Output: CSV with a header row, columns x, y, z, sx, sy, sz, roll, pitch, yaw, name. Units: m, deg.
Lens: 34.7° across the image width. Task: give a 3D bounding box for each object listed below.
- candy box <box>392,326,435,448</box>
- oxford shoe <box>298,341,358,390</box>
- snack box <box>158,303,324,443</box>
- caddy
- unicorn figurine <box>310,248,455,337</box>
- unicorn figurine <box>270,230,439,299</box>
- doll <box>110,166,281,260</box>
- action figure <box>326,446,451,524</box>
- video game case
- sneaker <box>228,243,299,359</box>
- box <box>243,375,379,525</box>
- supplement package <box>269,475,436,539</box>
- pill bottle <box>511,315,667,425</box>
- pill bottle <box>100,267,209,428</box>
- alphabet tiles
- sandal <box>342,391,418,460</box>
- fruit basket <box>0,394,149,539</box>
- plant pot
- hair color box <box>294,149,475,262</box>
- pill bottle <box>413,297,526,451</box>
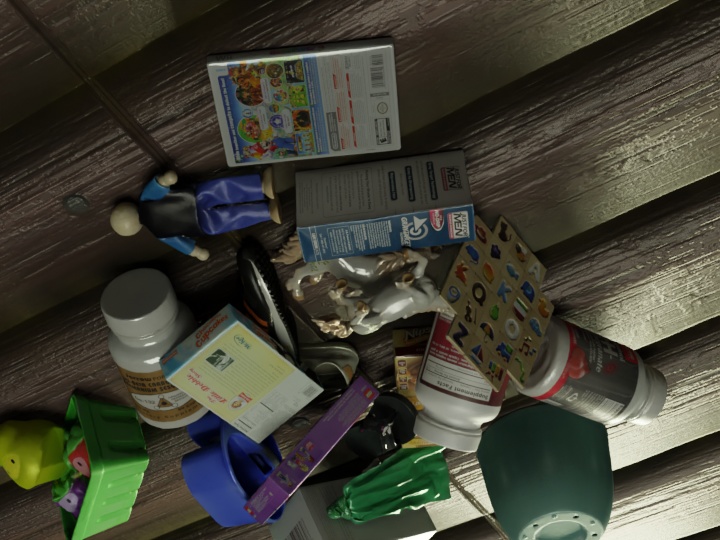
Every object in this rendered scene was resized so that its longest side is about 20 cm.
x,y,z,sx,sy,sz,roll,pitch,yaw,name
0.107,0.162,1.592,0.115,0.055,0.201,-4,134,2,candy box
-0.101,0.139,1.553,0.199,0.058,0.075,-6,136,3,oxford shoe
-0.146,0.133,1.447,0.116,0.037,0.200,-39,136,6,snack box
-0.166,0.273,1.621,0.105,0.142,0.200,-16,134,16,caddy
0.050,0.035,1.346,0.199,0.074,0.137,-9,153,12,unicorn figurine
0.000,0.000,1.403,0.199,0.074,0.138,14,135,-19,unicorn figurine
-0.195,-0.067,1.350,0.199,0.049,0.137,-8,133,3,doll
0.037,0.311,1.664,0.199,0.055,0.119,-19,101,-30,action figure
-0.059,-0.183,1.268,0.199,0.018,0.144,-6,135,1,video game case
-0.139,0.053,1.455,0.090,0.070,0.201,-14,136,5,sneaker
-0.066,0.241,1.548,0.039,0.200,0.137,42,146,4,box
-0.011,0.384,1.710,0.199,0.118,0.117,-4,141,-37,supplement package
0.311,0.141,1.549,0.199,0.111,0.111,21,129,-24,pill bottle
-0.256,0.098,1.460,0.114,0.115,0.201,-8,134,4,pill bottle
0.164,0.037,1.370,0.006,0.200,0.166,-19,123,44,alphabet tiles
0.026,0.230,1.608,0.075,0.048,0.201,41,145,2,sandal
-0.417,0.274,1.612,0.215,0.156,0.216,-16,142,-12,fruit basket
0.278,0.322,1.688,0.199,0.161,0.201,-2,135,-2,plant pot
0.027,-0.074,1.324,0.199,0.100,0.061,-8,135,3,hair color box
0.133,0.118,1.448,0.112,0.113,0.201,15,94,-18,pill bottle
